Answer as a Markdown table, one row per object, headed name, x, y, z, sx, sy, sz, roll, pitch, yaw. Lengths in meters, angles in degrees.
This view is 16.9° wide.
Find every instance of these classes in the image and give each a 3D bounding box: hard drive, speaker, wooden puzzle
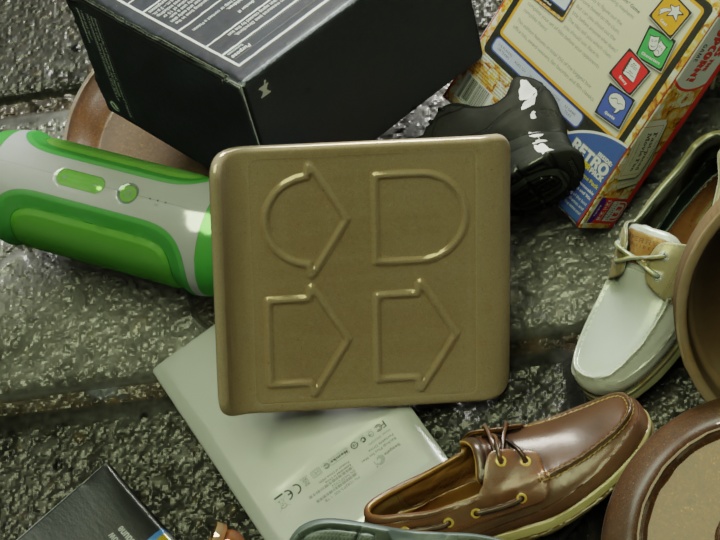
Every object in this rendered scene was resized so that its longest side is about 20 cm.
| name | x | y | z | sx | sy | sz | roll | pitch | yaw |
| --- | --- | --- | --- | --- | --- | --- | --- | --- | --- |
| hard drive | -0.038 | 0.106 | 1.653 | 0.132 | 0.026 | 0.200 | -35 | 60 | -3 |
| speaker | -0.169 | -0.041 | 1.691 | 0.200 | 0.088 | 0.089 | 15 | 69 | 21 |
| wooden puzzle | 0.000 | 0.000 | 1.602 | 0.200 | 0.186 | 0.046 | -4 | 21 | -9 |

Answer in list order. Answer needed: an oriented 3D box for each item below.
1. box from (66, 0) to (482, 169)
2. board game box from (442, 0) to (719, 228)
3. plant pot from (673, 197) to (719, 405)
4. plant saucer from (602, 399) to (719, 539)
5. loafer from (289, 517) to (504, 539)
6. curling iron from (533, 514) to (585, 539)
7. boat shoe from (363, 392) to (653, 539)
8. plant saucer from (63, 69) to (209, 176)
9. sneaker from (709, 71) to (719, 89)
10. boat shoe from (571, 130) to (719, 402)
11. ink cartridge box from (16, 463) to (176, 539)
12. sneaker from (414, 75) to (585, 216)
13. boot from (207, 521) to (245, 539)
| name | x | y | z | sx | sy | sz | roll | pitch | yaw |
| --- | --- | --- | --- | --- | --- | --- | --- | --- | --- |
| box | -0.059 | -0.170 | 1.674 | 0.200 | 0.123 | 0.198 | -38 | 45 | -22 |
| board game box | 0.164 | -0.153 | 1.654 | 0.152 | 0.046 | 0.200 | 47 | 117 | 29 |
| plant pot | 0.296 | 0.010 | 1.544 | 0.200 | 0.201 | 0.093 | -16 | 20 | 8 |
| plant saucer | 0.245 | 0.169 | 1.478 | 0.200 | 0.034 | 0.201 | -3 | 74 | 10 |
| loafer | 0.052 | 0.194 | 1.525 | 0.200 | 0.063 | 0.072 | 15 | 90 | 1 |
| curling iron | 0.122 | 0.186 | 1.571 | 0.050 | 0.026 | 0.200 | 34 | 71 | 5 |
| boat shoe | 0.094 | 0.134 | 1.561 | 0.200 | 0.068 | 0.072 | -30 | 27 | 4 |
| plant saucer | -0.118 | -0.097 | 1.772 | 0.200 | 0.034 | 0.201 | -7 | 64 | 14 |
| sneaker | 0.267 | -0.154 | 1.669 | 0.200 | 0.067 | 0.090 | -15 | 56 | 5 |
| boat shoe | 0.196 | -0.005 | 1.609 | 0.075 | 0.068 | 0.200 | 19 | 67 | 39 |
| ink cartridge box | -0.183 | 0.261 | 1.608 | 0.200 | 0.047 | 0.198 | -41 | 62 | -9 |
| sneaker | 0.059 | -0.064 | 1.667 | 0.200 | 0.076 | 0.091 | -25 | 60 | 21 |
| boot | -0.036 | 0.260 | 1.523 | 0.154 | 0.074 | 0.200 | 3 | 93 | 1 |
